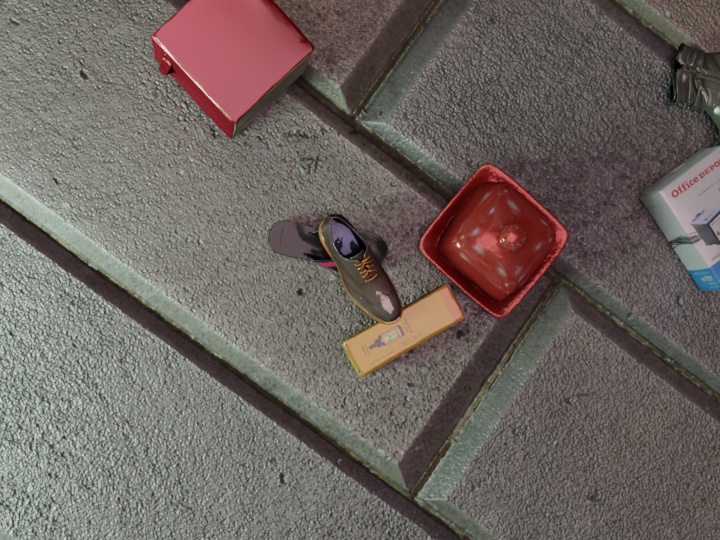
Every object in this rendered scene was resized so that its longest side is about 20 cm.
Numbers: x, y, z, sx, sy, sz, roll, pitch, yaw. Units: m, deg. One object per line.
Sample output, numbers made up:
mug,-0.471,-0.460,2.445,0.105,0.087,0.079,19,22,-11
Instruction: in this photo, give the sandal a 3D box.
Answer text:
sandal,-0.052,-0.038,1.697,0.198,0.045,0.076,9,87,-7

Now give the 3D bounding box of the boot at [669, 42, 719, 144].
boot,0.589,-0.285,1.786,0.129,0.068,0.202,4,80,-4

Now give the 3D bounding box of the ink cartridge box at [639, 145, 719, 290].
ink cartridge box,0.595,-0.088,1.766,0.146,0.086,0.201,-36,94,-7

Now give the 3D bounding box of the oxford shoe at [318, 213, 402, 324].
oxford shoe,0.000,0.000,1.641,0.071,0.073,0.201,-37,91,-8

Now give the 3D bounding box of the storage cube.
storage cube,-0.200,-0.336,1.624,0.200,0.171,0.180,-45,95,-7

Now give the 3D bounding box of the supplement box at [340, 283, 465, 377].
supplement box,0.068,0.097,1.700,0.199,0.069,0.067,-29,91,-9

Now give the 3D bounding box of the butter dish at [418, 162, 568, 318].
butter dish,0.230,-0.051,1.684,0.200,0.148,0.200,41,85,-5
